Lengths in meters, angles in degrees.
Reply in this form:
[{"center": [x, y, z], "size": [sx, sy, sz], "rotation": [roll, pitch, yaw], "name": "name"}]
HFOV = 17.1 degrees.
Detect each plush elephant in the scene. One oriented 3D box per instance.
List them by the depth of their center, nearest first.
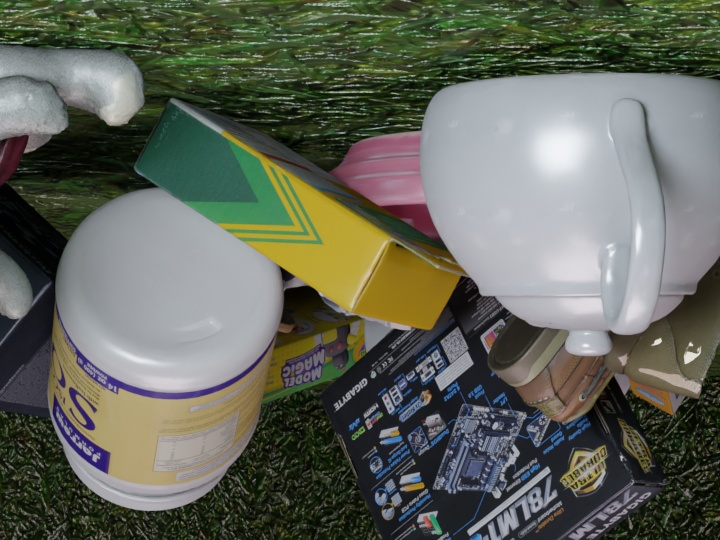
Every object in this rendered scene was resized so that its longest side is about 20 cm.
[{"center": [-0.223, -0.037, 1.261], "size": [0.199, 0.156, 0.164], "rotation": [5, 173, -37], "name": "plush elephant"}]

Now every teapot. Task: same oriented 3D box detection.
[{"center": [0.124, -0.027, 1.302], "size": [0.196, 0.147, 0.199], "rotation": [-2, 177, 37], "name": "teapot"}]

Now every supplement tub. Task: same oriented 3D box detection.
[{"center": [-0.130, 0.056, 1.560], "size": [0.144, 0.146, 0.201], "rotation": [2, 147, -9], "name": "supplement tub"}]

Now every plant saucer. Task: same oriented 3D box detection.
[{"center": [0.068, -0.055, 1.555], "size": [0.199, 0.051, 0.201], "rotation": [0, 174, 0], "name": "plant saucer"}]

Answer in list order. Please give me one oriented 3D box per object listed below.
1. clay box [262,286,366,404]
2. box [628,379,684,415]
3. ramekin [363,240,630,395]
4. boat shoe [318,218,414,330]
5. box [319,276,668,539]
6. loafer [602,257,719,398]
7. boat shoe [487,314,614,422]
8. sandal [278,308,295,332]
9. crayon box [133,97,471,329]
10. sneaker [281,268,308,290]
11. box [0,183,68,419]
[{"center": [-0.060, 0.046, 1.793], "size": [0.114, 0.048, 0.199], "rotation": [22, -153, 39], "name": "clay box"}, {"center": [0.221, 0.016, 1.621], "size": [0.041, 0.119, 0.200], "rotation": [29, 166, 25], "name": "box"}, {"center": [0.096, 0.033, 1.711], "size": [0.199, 0.202, 0.097], "rotation": [-4, 165, 41], "name": "ramekin"}, {"center": [0.000, 0.000, 1.571], "size": [0.068, 0.073, 0.200], "rotation": [1, -177, -3], "name": "boat shoe"}, {"center": [0.083, 0.112, 1.605], "size": [0.200, 0.199, 0.050], "rotation": [-42, 150, 29], "name": "box"}, {"center": [0.223, -0.005, 1.402], "size": [0.067, 0.200, 0.076], "rotation": [39, 174, 9], "name": "loafer"}, {"center": [0.164, 0.003, 1.469], "size": [0.068, 0.200, 0.072], "rotation": [40, -176, -21], "name": "boat shoe"}, {"center": [-0.125, 0.023, 1.706], "size": [0.077, 0.070, 0.211], "rotation": [23, -171, -44], "name": "sandal"}, {"center": [-0.022, -0.024, 1.410], "size": [0.199, 0.052, 0.126], "rotation": [32, -173, 23], "name": "crayon box"}, {"center": [-0.016, -0.021, 1.757], "size": [0.128, 0.080, 0.199], "rotation": [1, 174, -11], "name": "sneaker"}, {"center": [-0.261, 0.011, 1.646], "size": [0.148, 0.107, 0.200], "rotation": [41, -176, 13], "name": "box"}]
